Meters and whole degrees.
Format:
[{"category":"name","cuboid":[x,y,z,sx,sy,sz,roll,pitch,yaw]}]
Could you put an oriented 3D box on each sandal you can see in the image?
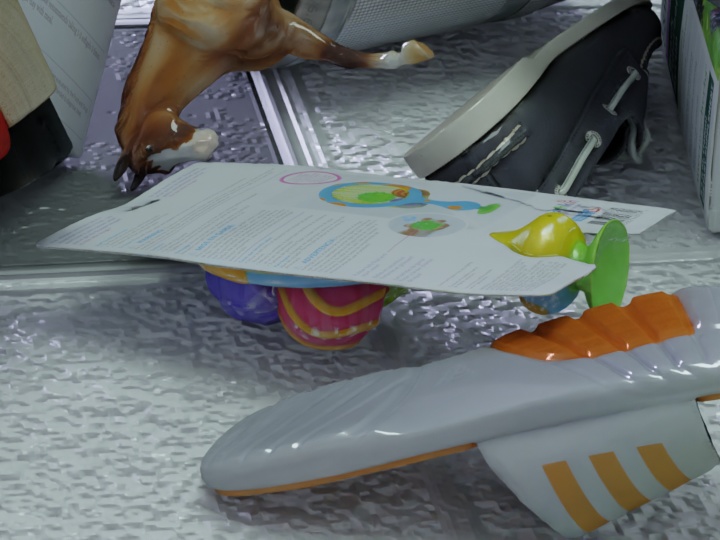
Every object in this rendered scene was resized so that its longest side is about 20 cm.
[{"category":"sandal","cuboid":[0.052,0.056,0.922,0.206,0.059,0.079,-14,16,14]}]

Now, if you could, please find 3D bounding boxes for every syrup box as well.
[{"category":"syrup box","cuboid":[0.173,-0.094,1.184,0.081,0.079,0.200,2,28,-2]}]

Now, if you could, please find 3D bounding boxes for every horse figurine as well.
[{"category":"horse figurine","cuboid":[-0.045,-0.141,1.117,0.132,0.201,0.050,-13,-8,29]}]

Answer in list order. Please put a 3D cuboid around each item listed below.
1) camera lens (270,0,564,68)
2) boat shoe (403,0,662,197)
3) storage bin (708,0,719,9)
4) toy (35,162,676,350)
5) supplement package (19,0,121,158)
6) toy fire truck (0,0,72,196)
[{"category":"camera lens","cuboid":[0.012,-0.180,1.244,0.200,0.160,0.160,-14,32,-30]},{"category":"boat shoe","cuboid":[0.082,-0.059,1.155,0.063,0.073,0.200,53,32,-1]},{"category":"storage bin","cuboid":[0.158,-0.186,1.119,0.135,0.094,0.200,34,29,-3]},{"category":"toy","cuboid":[0.000,0.000,1.015,0.200,0.047,0.115,3,17,28]},{"category":"supplement package","cuboid":[-0.154,-0.162,1.123,0.117,0.201,0.117,11,-11,15]},{"category":"toy fire truck","cuboid":[-0.213,-0.015,0.967,0.176,0.129,0.200,-9,24,35]}]
